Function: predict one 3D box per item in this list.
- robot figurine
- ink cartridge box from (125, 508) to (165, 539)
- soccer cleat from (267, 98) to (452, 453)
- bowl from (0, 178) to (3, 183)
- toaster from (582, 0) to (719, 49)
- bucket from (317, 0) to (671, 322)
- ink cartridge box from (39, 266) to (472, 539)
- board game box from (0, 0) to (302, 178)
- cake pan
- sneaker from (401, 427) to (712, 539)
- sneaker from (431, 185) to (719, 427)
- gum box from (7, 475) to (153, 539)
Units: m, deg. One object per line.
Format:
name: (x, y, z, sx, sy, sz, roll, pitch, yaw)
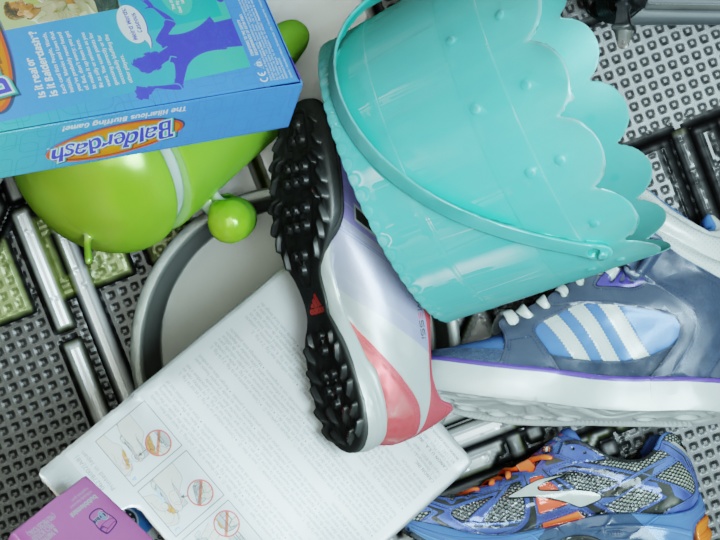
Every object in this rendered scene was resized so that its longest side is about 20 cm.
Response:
robot figurine: (-0.118, -0.090, 1.204, 0.175, 0.116, 0.200, 46, 56, -2)
ink cartridge box: (-0.099, 0.202, 1.253, 0.200, 0.084, 0.146, 40, 113, -3)
soccer cleat: (0.000, 0.000, 1.186, 0.073, 0.068, 0.200, -11, 88, -32)
bowl: (-0.277, -0.067, 1.211, 0.201, 0.201, 0.105, -42, 112, 3)
toaster: (0.190, -0.221, 1.187, 0.118, 0.181, 0.200, 2, 94, -2)
bucket: (0.073, -0.077, 1.179, 0.135, 0.207, 0.207, -24, 94, 14)
ink cartridge box: (-0.060, 0.115, 1.203, 0.200, 0.050, 0.161, -40, 88, -18)
board game box: (-0.151, -0.131, 1.123, 0.200, 0.045, 0.152, -11, 62, -22)
cake pan: (-0.039, 0.047, 1.281, 0.200, 0.037, 0.201, 0, 95, 0)
sneaker: (0.112, 0.136, 1.279, 0.200, 0.075, 0.079, -2, 86, -8)
sneaker: (0.131, 0.015, 1.256, 0.200, 0.081, 0.147, 3, 75, -3)
gum box: (-0.165, 0.222, 1.157, 0.113, 0.066, 0.200, 42, 131, 9)
